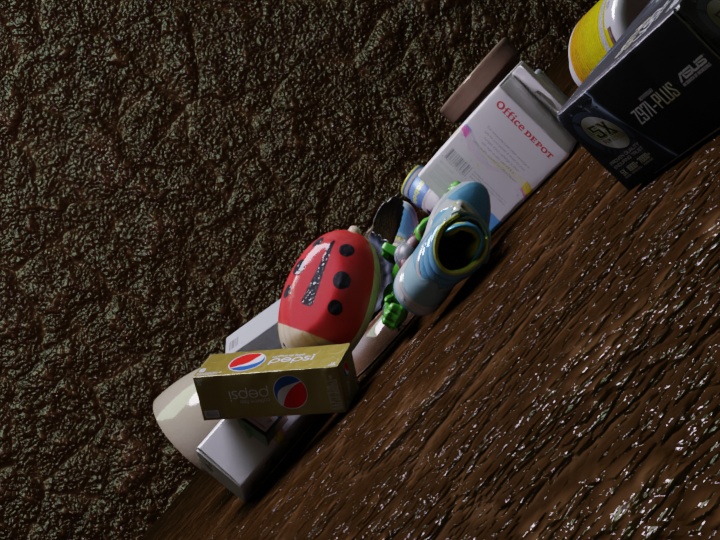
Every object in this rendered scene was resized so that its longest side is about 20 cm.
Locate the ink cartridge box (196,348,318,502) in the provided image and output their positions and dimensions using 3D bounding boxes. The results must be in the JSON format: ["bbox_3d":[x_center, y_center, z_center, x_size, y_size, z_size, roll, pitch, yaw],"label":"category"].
[{"bbox_3d":[-0.126,0.208,1.474,0.200,0.084,0.145,-49,-10,-17],"label":"ink cartridge box"}]

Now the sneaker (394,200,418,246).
[{"bbox_3d":[0.056,-0.011,1.714,0.131,0.078,0.204,-155,77,-84],"label":"sneaker"}]

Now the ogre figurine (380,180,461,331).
[{"bbox_3d":[0.076,-0.014,1.394,0.120,0.096,0.204,142,137,-78],"label":"ogre figurine"}]

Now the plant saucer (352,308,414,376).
[{"bbox_3d":[0.033,0.079,1.564,0.201,0.037,0.200,-48,1,1],"label":"plant saucer"}]

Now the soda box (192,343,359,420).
[{"bbox_3d":[-0.105,0.141,1.352,0.196,0.065,0.068,-5,20,17],"label":"soda box"}]

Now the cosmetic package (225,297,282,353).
[{"bbox_3d":[-0.113,0.119,1.840,0.199,0.150,0.052,-34,38,30],"label":"cosmetic package"}]

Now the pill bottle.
[{"bbox_3d":[0.295,-0.252,1.178,0.109,0.109,0.200,-47,2,-8],"label":"pill bottle"}]

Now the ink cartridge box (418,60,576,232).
[{"bbox_3d":[0.198,-0.169,1.432,0.200,0.128,0.125,-45,2,34],"label":"ink cartridge box"}]

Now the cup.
[{"bbox_3d":[-0.228,0.232,1.805,0.144,0.200,0.200,-48,2,8],"label":"cup"}]

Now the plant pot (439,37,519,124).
[{"bbox_3d":[0.285,-0.337,2.170,0.201,0.174,0.200,-47,2,3],"label":"plant pot"}]

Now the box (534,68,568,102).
[{"bbox_3d":[0.250,-0.220,1.761,0.200,0.097,0.177,-47,3,19],"label":"box"}]

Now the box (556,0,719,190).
[{"bbox_3d":[0.262,-0.180,0.806,0.200,0.086,0.164,-49,3,-26],"label":"box"}]

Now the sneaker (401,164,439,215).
[{"bbox_3d":[0.151,-0.113,1.758,0.198,0.082,0.075,5,-64,-49],"label":"sneaker"}]

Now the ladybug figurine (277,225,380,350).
[{"bbox_3d":[-0.047,0.032,1.405,0.072,0.134,0.203,39,-113,-59],"label":"ladybug figurine"}]

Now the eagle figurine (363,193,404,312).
[{"bbox_3d":[-0.004,-0.002,1.593,0.198,0.154,0.150,-27,-16,23],"label":"eagle figurine"}]

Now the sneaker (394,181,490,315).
[{"bbox_3d":[0.123,-0.047,1.251,0.202,0.079,0.131,-60,7,-32],"label":"sneaker"}]
